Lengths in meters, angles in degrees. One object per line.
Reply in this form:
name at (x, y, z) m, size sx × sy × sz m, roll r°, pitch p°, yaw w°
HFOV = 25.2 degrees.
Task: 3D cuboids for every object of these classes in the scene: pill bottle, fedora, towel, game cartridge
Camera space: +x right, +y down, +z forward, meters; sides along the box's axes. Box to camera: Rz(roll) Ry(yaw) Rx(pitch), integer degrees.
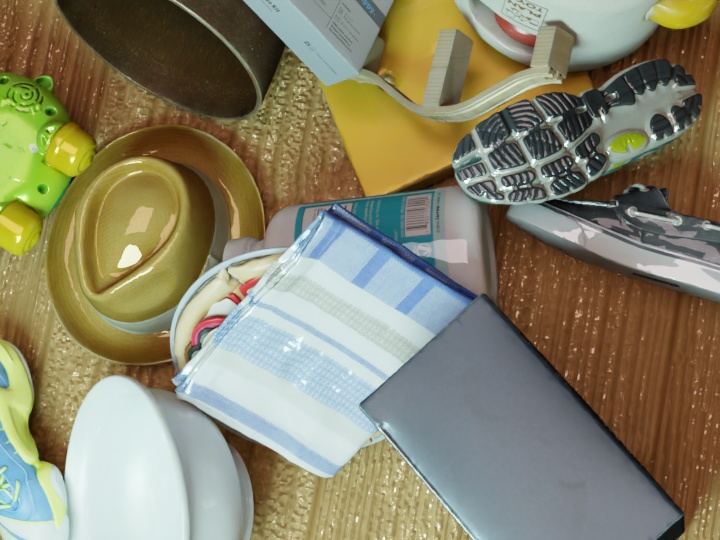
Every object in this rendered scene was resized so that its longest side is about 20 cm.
pill bottle at (0.000, 0.000, 1.217) m, size 0.198 × 0.111 × 0.112 m, roll -6°, pitch 77°, yaw 12°
fedora at (-0.173, -0.026, 1.274) m, size 0.199 × 0.082 × 0.202 m, roll -3°, pitch 78°, yaw 13°
towel at (-0.023, 0.056, 1.139) m, size 0.146 × 0.024 × 0.200 m, roll 32°, pitch 120°, yaw -18°
game cartridge at (0.067, -0.166, 1.280) m, size 0.199 × 0.032 × 0.177 m, roll -22°, pitch 75°, yaw 5°

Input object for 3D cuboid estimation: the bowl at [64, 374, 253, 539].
bowl at (-0.141, 0.176, 1.201) m, size 0.201 × 0.090 × 0.203 m, roll 2°, pitch 92°, yaw 56°

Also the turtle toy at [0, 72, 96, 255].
turtle toy at (-0.303, -0.072, 1.302) m, size 0.145 × 0.101 × 0.201 m, roll 34°, pitch 89°, yaw 5°

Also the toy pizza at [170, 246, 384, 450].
toy pizza at (-0.043, 0.068, 1.183) m, size 0.199 × 0.201 × 0.032 m, roll -6°, pitch 37°, yaw 11°

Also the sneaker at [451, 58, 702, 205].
sneaker at (0.160, -0.089, 1.190) m, size 0.199 × 0.080 × 0.078 m, roll -18°, pitch 76°, yaw -15°

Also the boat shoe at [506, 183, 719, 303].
boat shoe at (0.210, -0.031, 1.197) m, size 0.199 × 0.072 × 0.068 m, roll 18°, pitch 85°, yaw 13°

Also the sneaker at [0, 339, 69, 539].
sneaker at (-0.297, 0.148, 1.249) m, size 0.076 × 0.105 × 0.201 m, roll -38°, pitch 62°, yaw 35°

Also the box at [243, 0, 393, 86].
box at (-0.027, -0.267, 1.226) m, size 0.041 × 0.156 × 0.201 m, roll -13°, pitch 43°, yaw 44°

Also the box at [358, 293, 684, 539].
box at (0.119, 0.140, 1.115) m, size 0.117 × 0.200 × 0.197 m, roll -42°, pitch 74°, yaw 1°

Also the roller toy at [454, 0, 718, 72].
roller toy at (0.159, -0.252, 1.198) m, size 0.181 × 0.140 × 0.201 m, roll -14°, pitch 74°, yaw -8°

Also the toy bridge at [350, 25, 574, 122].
toy bridge at (0.064, -0.146, 1.206) m, size 0.199 × 0.027 × 0.068 m, roll 5°, pitch 78°, yaw 40°

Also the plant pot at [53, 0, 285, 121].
plant pot at (-0.112, -0.254, 1.273) m, size 0.186 × 0.187 × 0.201 m, roll 24°, pitch 70°, yaw 16°
